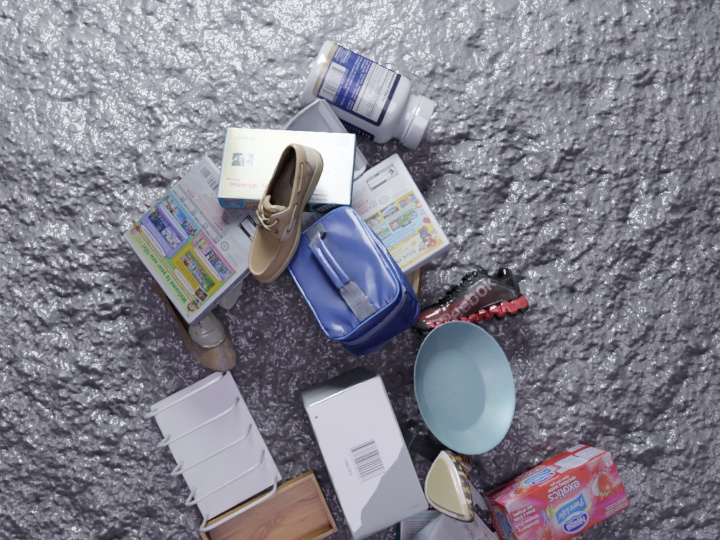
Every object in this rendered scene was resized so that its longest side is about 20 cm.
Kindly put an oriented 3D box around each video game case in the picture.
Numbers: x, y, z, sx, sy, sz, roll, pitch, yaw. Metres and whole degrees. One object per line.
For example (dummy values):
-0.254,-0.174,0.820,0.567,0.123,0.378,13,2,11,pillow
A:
0.015,-0.059,1.275,0.198,0.023,0.184,-31,66,6,video game case
-0.242,-0.047,1.233,0.182,0.022,0.200,-43,65,-1,video game case

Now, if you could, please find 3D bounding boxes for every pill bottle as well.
0.014,-0.270,1.289,0.197,0.111,0.113,25,87,-5,pill bottle

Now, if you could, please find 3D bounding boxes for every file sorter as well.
-0.225,0.274,1.248,0.137,0.125,0.202,-27,92,-5,file sorter

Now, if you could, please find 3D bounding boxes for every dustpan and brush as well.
-0.106,-0.163,1.292,0.198,0.058,0.140,-24,119,27,dustpan and brush

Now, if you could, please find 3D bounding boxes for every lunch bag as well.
-0.017,0.007,1.178,0.135,0.132,0.201,-35,66,4,lunch bag

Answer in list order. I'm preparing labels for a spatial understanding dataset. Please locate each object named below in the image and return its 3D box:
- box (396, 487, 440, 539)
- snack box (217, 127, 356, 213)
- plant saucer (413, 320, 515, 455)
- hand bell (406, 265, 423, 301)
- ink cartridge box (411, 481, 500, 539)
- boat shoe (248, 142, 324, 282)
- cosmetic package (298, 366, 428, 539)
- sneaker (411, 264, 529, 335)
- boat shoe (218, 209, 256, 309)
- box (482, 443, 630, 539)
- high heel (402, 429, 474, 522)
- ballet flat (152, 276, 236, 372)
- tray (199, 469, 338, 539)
0.098,0.455,1.310,0.081,0.049,0.204,1,89,-6,box
-0.107,-0.148,1.213,0.196,0.037,0.118,4,69,3,snack box
0.153,0.181,1.254,0.198,0.039,0.205,11,69,-30,plant saucer
0.000,0.000,1.306,0.196,0.104,0.106,8,88,8,hand bell
0.149,0.452,1.282,0.163,0.050,0.201,50,51,-18,ink cartridge box
-0.118,-0.081,1.138,0.071,0.064,0.203,25,99,29,boat shoe
-0.002,0.265,1.230,0.121,0.200,0.202,-20,91,-9,cosmetic package
0.169,0.046,1.316,0.197,0.071,0.100,-14,90,-7,sneaker
-0.207,-0.044,1.282,0.061,0.073,0.204,15,92,18,boat shoe
0.308,0.364,1.294,0.197,0.100,0.097,-22,90,-14,box
0.153,0.315,1.207,0.141,0.200,0.072,29,101,-31,high heel
-0.257,0.067,1.248,0.068,0.068,0.200,-34,74,-29,ballet flat
-0.145,0.407,1.296,0.197,0.037,0.100,-25,91,-4,tray
